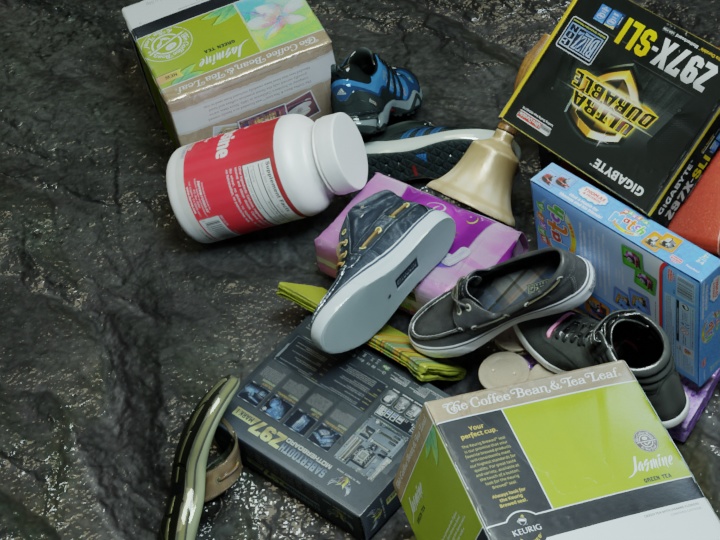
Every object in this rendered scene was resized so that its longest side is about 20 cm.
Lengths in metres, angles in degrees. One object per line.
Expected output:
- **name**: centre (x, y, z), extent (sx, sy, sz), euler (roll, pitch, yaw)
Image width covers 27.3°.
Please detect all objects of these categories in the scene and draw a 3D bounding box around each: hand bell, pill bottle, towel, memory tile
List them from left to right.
- **pill bottle**: centre (-0.099, -0.104, 1.602), extent (0.200, 0.112, 0.112), euler (-14, 45, 22)
- **towel**: centre (0.010, 0.062, 1.499), extent (0.200, 0.086, 0.018), euler (29, 100, 32)
- **hand bell**: centre (0.158, -0.157, 1.572), extent (0.104, 0.104, 0.200), euler (26, 93, 30)
- **memory tile**: centre (0.225, 0.073, 1.440), extent (0.200, 0.017, 0.153), euler (8, 52, 20)

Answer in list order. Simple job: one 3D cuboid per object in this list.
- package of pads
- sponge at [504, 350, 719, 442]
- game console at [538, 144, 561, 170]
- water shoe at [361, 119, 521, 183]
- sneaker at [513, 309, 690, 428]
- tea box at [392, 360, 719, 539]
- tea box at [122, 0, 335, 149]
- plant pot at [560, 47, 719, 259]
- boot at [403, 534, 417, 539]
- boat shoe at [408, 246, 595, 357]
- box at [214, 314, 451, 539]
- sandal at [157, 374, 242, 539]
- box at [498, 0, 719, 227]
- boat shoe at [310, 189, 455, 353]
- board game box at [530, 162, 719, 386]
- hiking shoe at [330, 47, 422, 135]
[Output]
- **package of pads**: centre (0.064, -0.018, 1.552), extent (0.200, 0.076, 0.121), euler (24, 60, 29)
- **sponge**: centre (0.249, 0.085, 1.454), extent (0.200, 0.030, 0.112), euler (21, 56, 26)
- **game console**: centre (0.293, -0.115, 1.569), extent (0.200, 0.173, 0.119), euler (-8, 22, 4)
- **water shoe**: centre (0.079, -0.143, 1.662), extent (0.200, 0.072, 0.079), euler (-2, 43, 9)
- **sneaker**: centre (0.219, 0.060, 1.375), extent (0.071, 0.099, 0.200), euler (-41, 52, -20)
- **tea box**: centre (0.163, 0.203, 1.251), extent (0.200, 0.134, 0.197), euler (-9, 54, -22)
- **tea box**: centre (-0.147, -0.239, 1.739), extent (0.200, 0.134, 0.197), euler (-23, 49, -9)
- **plant pot**: centre (0.303, -0.103, 1.466), extent (0.176, 0.200, 0.200), euler (8, 82, 27)
- **boot**: centre (0.025, 0.317, 1.270), extent (0.154, 0.072, 0.200), euler (-12, 48, -3)
- **boat shoe**: centre (0.121, 0.026, 1.398), extent (0.200, 0.066, 0.070), euler (-18, 56, 31)
- **box**: centre (-0.024, 0.148, 1.439), extent (0.200, 0.051, 0.158), euler (27, 58, 30)
- **sandal**: centre (-0.144, 0.196, 1.393), extent (0.057, 0.080, 0.201), euler (16, 78, -17)
- **box**: centre (0.248, -0.158, 1.380), extent (0.200, 0.049, 0.160), euler (40, 100, 37)
- **boat shoe**: centre (0.000, 0.000, 1.463), extent (0.091, 0.071, 0.200), euler (26, 54, 33)
- **board game box**: centre (0.247, 0.003, 1.383), extent (0.037, 0.151, 0.200), euler (-40, 53, -22)
- **hiking shoe**: centre (0.021, -0.214, 1.685), extent (0.074, 0.087, 0.200), euler (-2, 18, 19)
